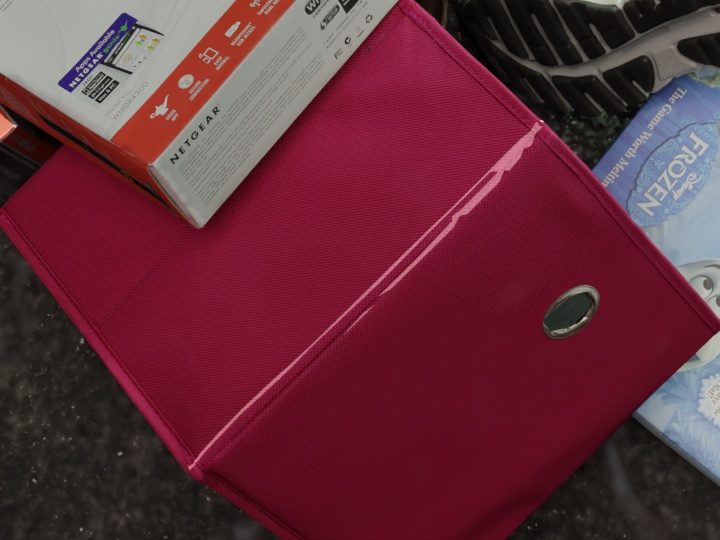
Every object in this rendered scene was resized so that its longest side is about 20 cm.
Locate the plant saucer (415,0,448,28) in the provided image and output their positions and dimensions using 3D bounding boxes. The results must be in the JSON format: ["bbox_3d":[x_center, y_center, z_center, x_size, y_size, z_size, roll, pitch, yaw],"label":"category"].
[{"bbox_3d":[-0.054,-0.130,1.276,0.200,0.034,0.201,-1,83,7],"label":"plant saucer"}]

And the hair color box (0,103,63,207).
[{"bbox_3d":[-0.234,-0.118,1.261,0.064,0.111,0.200,-38,80,2],"label":"hair color box"}]

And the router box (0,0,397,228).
[{"bbox_3d":[-0.071,-0.137,1.087,0.179,0.049,0.200,31,76,38],"label":"router box"}]

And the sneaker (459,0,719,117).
[{"bbox_3d":[0.137,-0.133,1.212,0.200,0.078,0.090,-5,43,40],"label":"sneaker"}]

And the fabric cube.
[{"bbox_3d":[0.000,0.000,1.134,0.199,0.196,0.200,-45,49,2],"label":"fabric cube"}]

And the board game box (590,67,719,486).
[{"bbox_3d":[0.200,-0.002,1.218,0.199,0.043,0.200,38,90,10],"label":"board game box"}]
